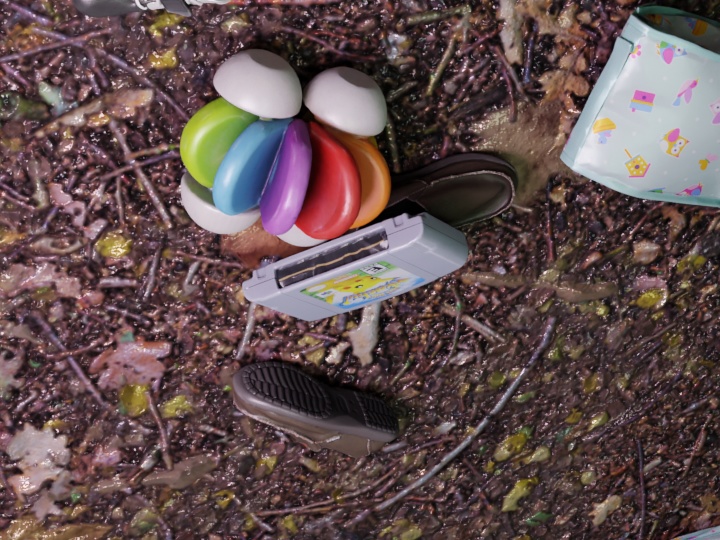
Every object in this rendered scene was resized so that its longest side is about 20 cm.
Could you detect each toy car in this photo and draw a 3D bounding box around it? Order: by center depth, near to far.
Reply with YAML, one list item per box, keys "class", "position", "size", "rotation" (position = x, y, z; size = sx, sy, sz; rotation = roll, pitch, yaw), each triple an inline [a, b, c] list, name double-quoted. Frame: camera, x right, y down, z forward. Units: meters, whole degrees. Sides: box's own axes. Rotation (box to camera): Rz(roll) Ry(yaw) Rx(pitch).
- class: "toy car"
  position: [-0.064, -0.092, 1.528]
  size: [0.198, 0.151, 0.176]
  rotation: [9, 122, -25]

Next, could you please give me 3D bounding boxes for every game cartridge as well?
- class: "game cartridge"
  position: [0.000, 0.000, 1.628]
  size: [0.198, 0.041, 0.133]
  rotation: [-20, 164, 23]

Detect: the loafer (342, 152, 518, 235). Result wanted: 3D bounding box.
- class: "loafer"
  position: [0.067, -0.058, 1.651]
  size: [0.197, 0.071, 0.074]
  rotation: [-14, 129, -10]

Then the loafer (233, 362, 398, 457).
- class: "loafer"
  position: [-0.053, 0.159, 1.757]
  size: [0.198, 0.073, 0.071]
  rotation: [22, 122, -28]

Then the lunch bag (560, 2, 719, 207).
- class: "lunch bag"
  position: [0.301, -0.162, 1.631]
  size: [0.198, 0.122, 0.172]
  rotation: [8, 123, -31]

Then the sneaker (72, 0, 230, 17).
- class: "sneaker"
  position: [-0.151, -0.257, 1.417]
  size: [0.198, 0.089, 0.075]
  rotation: [-22, 131, -2]

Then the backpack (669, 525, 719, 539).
- class: "backpack"
  position: [0.437, 0.399, 2.089]
  size: [0.198, 0.127, 0.168]
  rotation: [-18, 141, -8]
